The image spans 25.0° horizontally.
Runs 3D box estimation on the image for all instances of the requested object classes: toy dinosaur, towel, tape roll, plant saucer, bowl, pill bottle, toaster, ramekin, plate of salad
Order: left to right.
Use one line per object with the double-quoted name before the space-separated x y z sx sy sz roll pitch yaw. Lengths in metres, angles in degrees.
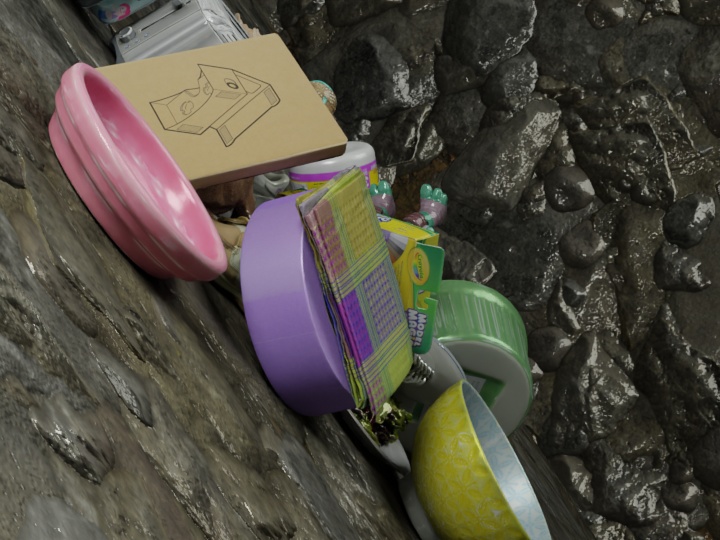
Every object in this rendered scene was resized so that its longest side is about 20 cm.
"plant saucer" -0.182 -0.069 1.290 0.201 0.051 0.201 55 7 -10
"toaster" -0.169 -0.207 1.758 0.200 0.129 0.114 52 8 -33
"toy dinosaur" -0.143 -0.081 1.570 0.085 0.137 0.199 6 -7 43
"tape roll" -0.033 0.028 1.477 0.200 0.065 0.202 42 42 -54
"pill bottle" -0.022 -0.044 1.908 0.104 0.103 0.202 -101 -177 -75
"towel" -0.002 0.013 1.450 0.144 0.023 0.202 -45 120 -64
"plate of salad" 0.003 0.127 1.707 0.201 0.048 0.200 55 6 -9
"ramekin" 0.102 0.121 1.849 0.200 0.199 0.098 51 15 -31
"bowl" 0.103 0.223 1.642 0.201 0.107 0.200 58 11 -18

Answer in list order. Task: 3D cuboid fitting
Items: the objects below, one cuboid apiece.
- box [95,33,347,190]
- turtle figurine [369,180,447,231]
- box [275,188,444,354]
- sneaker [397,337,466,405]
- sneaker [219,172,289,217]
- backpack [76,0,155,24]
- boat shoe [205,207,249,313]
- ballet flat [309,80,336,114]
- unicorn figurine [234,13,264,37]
"box" -0.134 -0.145 1.492 0.164 0.198 0.021 58 -28 34
"turtle figurine" 0.015 -0.039 1.759 0.149 0.102 0.200 22 29 14
"box" 0.000 0.000 1.605 0.199 0.119 0.048 21 22 33
"sneaker" 0.044 0.095 1.716 0.200 0.073 0.071 37 13 -31
"sneaker" -0.152 -0.138 1.663 0.200 0.099 0.075 51 9 -24
"backpack" -0.260 -0.373 1.721 0.200 0.177 0.151 51 -12 39
"boat shoe" -0.108 -0.016 1.500 0.200 0.066 0.074 50 8 -44
"ballet flat" -0.105 -0.156 1.926 0.070 0.200 0.066 35 46 -18
"unicorn figurine" -0.150 -0.184 1.867 0.136 0.201 0.074 28 9 6
